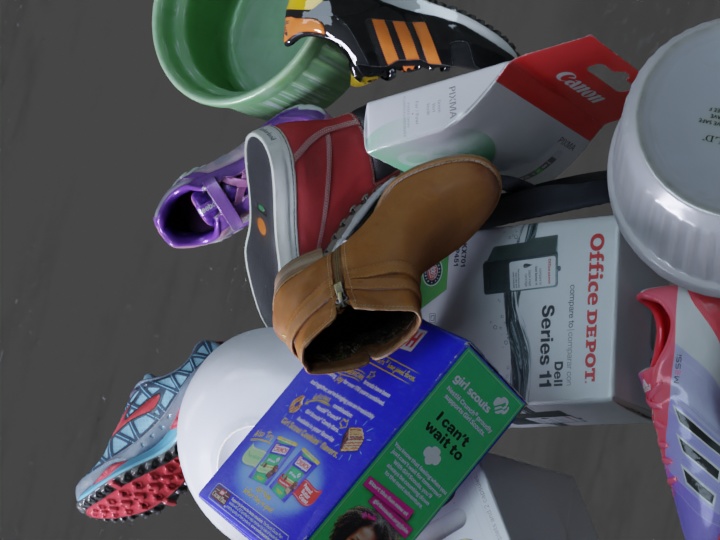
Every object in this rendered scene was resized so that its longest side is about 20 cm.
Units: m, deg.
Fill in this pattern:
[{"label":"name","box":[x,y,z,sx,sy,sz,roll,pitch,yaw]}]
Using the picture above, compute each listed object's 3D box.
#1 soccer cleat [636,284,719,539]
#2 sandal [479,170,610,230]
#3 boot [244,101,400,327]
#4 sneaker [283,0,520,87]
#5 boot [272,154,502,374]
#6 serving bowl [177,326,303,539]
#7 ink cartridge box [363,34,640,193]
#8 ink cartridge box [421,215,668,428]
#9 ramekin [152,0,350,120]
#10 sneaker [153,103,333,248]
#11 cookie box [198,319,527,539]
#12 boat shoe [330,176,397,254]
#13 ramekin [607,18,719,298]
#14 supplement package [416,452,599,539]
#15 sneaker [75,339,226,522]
[{"label":"soccer cleat","box":[0.235,0.107,1.399,0.076,0.067,0.202,6,72,-5]},{"label":"sandal","box":[0.107,-0.060,1.504,0.198,0.076,0.043,-12,99,-6]},{"label":"boot","box":[-0.023,-0.041,1.635,0.072,0.143,0.202,43,140,45]},{"label":"sneaker","box":[0.031,-0.184,1.591,0.199,0.070,0.091,24,89,-4]},{"label":"boot","box":[0.026,-0.004,1.383,0.199,0.077,0.155,-25,20,0]},{"label":"serving bowl","box":[-0.064,0.150,1.549,0.198,0.066,0.202,7,111,19]},{"label":"ink cartridge box","box":[0.126,-0.111,1.490,0.198,0.160,0.051,-11,70,32]},{"label":"ink cartridge box","box":[0.131,0.043,1.492,0.198,0.083,0.148,-6,73,34]},{"label":"ramekin","box":[-0.078,-0.229,1.708,0.198,0.097,0.202,-10,71,32]},{"label":"sneaker","box":[-0.102,-0.072,1.674,0.199,0.088,0.081,-28,92,28]},{"label":"cookie box","box":[-0.002,0.129,1.394,0.200,0.075,0.171,-50,27,-9]},{"label":"boat shoe","box":[0.000,0.000,1.543,0.073,0.066,0.201,14,44,6]},{"label":"ramekin","box":[0.274,-0.089,1.378,0.200,0.094,0.204,-4,66,8]},{"label":"supplement package","box":[0.112,0.252,1.400,0.110,0.155,0.201,-34,60,23]},{"label":"sneaker","box":[-0.173,0.140,1.695,0.200,0.079,0.096,-39,48,10]}]
